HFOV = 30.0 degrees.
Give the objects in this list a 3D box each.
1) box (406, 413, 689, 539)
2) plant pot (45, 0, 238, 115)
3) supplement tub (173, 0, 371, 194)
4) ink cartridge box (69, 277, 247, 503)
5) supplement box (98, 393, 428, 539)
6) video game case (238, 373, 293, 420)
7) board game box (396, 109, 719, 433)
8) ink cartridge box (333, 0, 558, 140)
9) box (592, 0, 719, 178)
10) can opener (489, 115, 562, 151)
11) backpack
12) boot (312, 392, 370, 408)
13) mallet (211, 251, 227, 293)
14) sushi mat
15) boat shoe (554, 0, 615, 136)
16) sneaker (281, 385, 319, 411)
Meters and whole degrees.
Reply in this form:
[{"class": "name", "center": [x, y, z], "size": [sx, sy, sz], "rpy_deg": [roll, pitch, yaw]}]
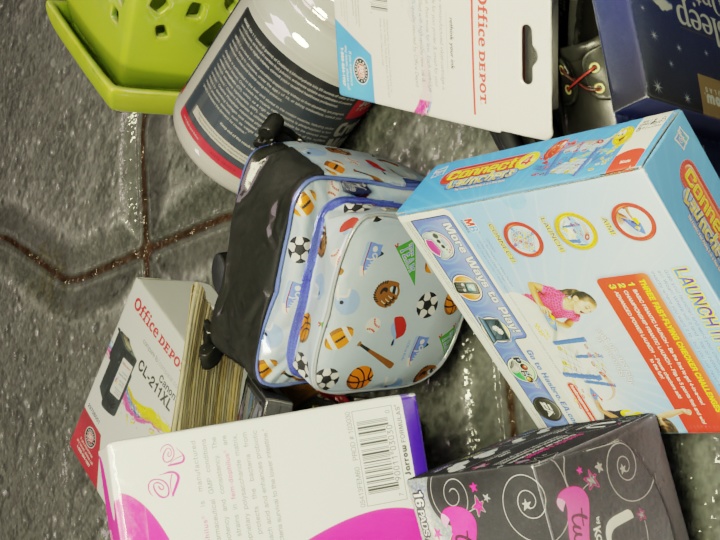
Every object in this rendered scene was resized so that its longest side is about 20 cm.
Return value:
[{"class": "box", "center": [0.132, 0.205, 0.833], "size": [0.114, 0.132, 0.202], "rpy_deg": [-18, 86, 47]}, {"class": "plant pot", "center": [-0.170, -0.254, 1.233], "size": [0.199, 0.199, 0.182], "rpy_deg": [49, 128, 40]}, {"class": "supplement tub", "center": [-0.055, -0.168, 1.124], "size": [0.200, 0.140, 0.141], "rpy_deg": [-50, 51, 33]}, {"class": "ink cartridge box", "center": [-0.186, 0.127, 1.279], "size": [0.146, 0.082, 0.201], "rpy_deg": [45, 119, 43]}, {"class": "supplement box", "center": [-0.063, 0.147, 0.874], "size": [0.103, 0.198, 0.102], "rpy_deg": [149, 113, -72]}, {"class": "video game case", "center": [-0.089, 0.186, 1.024], "size": [0.181, 0.025, 0.202], "rpy_deg": [-171, 91, -81]}, {"class": "board game box", "center": [0.151, 0.012, 0.834], "size": [0.195, 0.056, 0.201], "rpy_deg": [-8, 124, 48]}, {"class": "ink cartridge box", "center": [0.072, -0.167, 0.928], "size": [0.199, 0.068, 0.116], "rpy_deg": [20, 123, 42]}, {"class": "box", "center": [0.193, -0.155, 0.850], "size": [0.032, 0.121, 0.202], "rpy_deg": [-22, 69, 44]}, {"class": "can opener", "center": [0.102, -0.146, 1.002], "size": [0.063, 0.078, 0.202], "rpy_deg": [-27, 74, 35]}, {"class": "backpack", "center": [0.000, 0.000, 1.003], "size": [0.154, 0.190, 0.201], "rpy_deg": [35, 117, 39]}, {"class": "boot", "center": [-0.033, 0.175, 1.104], "size": [0.199, 0.073, 0.152], "rpy_deg": [13, 96, 45]}, {"class": "mallet", "center": [-0.082, -0.037, 1.141], "size": [0.200, 0.065, 0.041], "rpy_deg": [114, 144, -58]}, {"class": "sushi mat", "center": [-0.114, 0.103, 1.018], "size": [0.012, 0.096, 0.201], "rpy_deg": [-18, 34, 13]}, {"class": "boat shoe", "center": [0.161, -0.143, 0.933], "size": [0.073, 0.063, 0.203], "rpy_deg": [-3, 84, 47]}, {"class": "sneaker", "center": [-0.055, 0.073, 1.161], "size": [0.201, 0.075, 0.088], "rpy_deg": [-67, 23, 19]}]
